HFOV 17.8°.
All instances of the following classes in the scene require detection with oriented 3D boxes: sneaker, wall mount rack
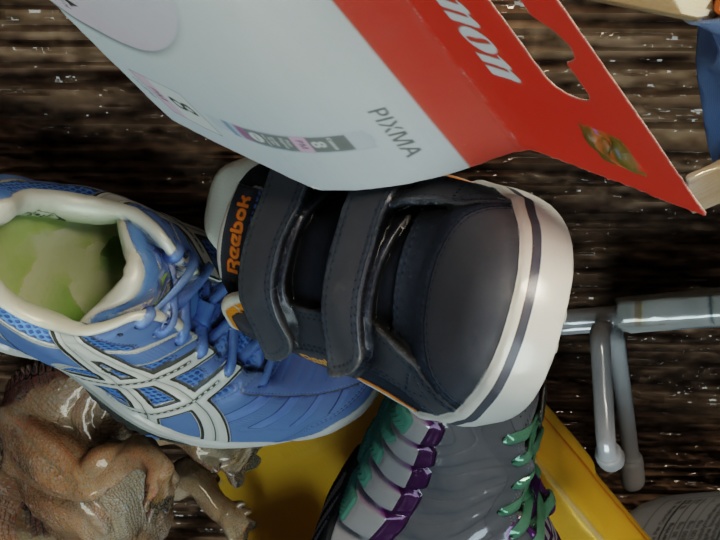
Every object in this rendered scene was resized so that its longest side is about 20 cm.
[{"bbox_3d":[-0.075,0.018,0.819,0.200,0.076,0.077,18,170,-27],"label":"sneaker"},{"bbox_3d":[0.000,0.000,0.734,0.079,0.078,0.200,14,-178,-18],"label":"sneaker"},{"bbox_3d":[0.154,0.046,0.880,0.200,0.075,0.174,-4,175,10],"label":"wall mount rack"},{"bbox_3d":[0.049,0.065,0.836,0.088,0.074,0.200,24,137,-3],"label":"sneaker"}]

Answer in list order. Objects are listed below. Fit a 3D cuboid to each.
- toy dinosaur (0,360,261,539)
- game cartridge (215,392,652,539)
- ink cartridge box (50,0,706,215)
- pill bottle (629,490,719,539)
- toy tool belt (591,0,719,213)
[{"bbox_3d":[-0.118,0.080,0.938,0.136,0.086,0.200,29,136,23],"label":"toy dinosaur"},{"bbox_3d":[0.046,0.125,0.941,0.200,0.032,0.176,52,136,-7],"label":"game cartridge"},{"bbox_3d":[-0.022,-0.070,0.627,0.200,0.057,0.163,32,170,42],"label":"ink cartridge box"},{"bbox_3d":[0.170,0.148,0.971,0.200,0.113,0.113,-11,148,43],"label":"pill bottle"},{"bbox_3d":[0.135,-0.039,0.676,0.123,0.125,0.200,-19,126,0],"label":"toy tool belt"}]
